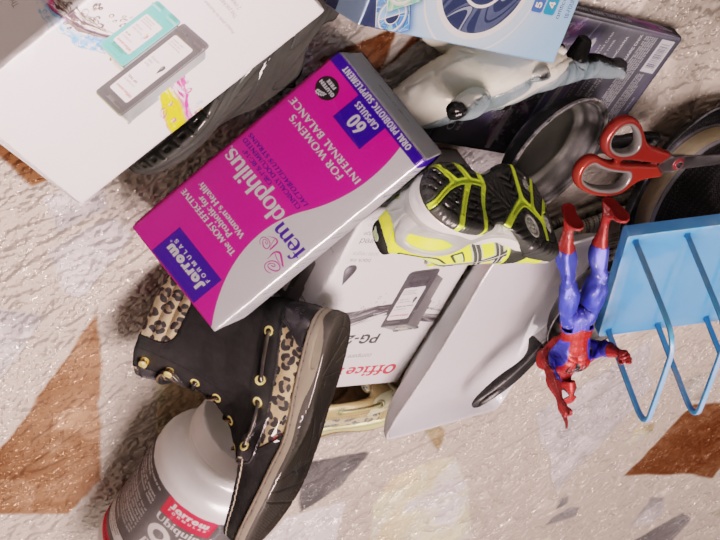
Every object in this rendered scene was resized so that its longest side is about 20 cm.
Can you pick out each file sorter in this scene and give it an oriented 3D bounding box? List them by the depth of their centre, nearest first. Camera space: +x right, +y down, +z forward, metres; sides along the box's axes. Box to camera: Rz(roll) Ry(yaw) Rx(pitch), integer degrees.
[{"bbox_3d":[0.320,0.039,1.718,0.199,0.123,0.139,-7,142,-12],"label":"file sorter"}]

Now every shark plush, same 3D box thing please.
[{"bbox_3d":[0.108,-0.153,1.563,0.200,0.091,0.083,-22,156,-26],"label":"shark plush"}]

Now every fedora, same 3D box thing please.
[{"bbox_3d":[0.323,-0.052,1.803,0.200,0.092,0.201,-32,142,-29],"label":"fedora"}]

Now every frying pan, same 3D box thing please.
[{"bbox_3d":[0.181,-0.112,1.658,0.190,0.031,0.115,-31,150,-29],"label":"frying pan"},{"bbox_3d":[0.184,0.055,1.797,0.190,0.031,0.115,-46,149,19],"label":"frying pan"}]

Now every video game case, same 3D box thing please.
[{"bbox_3d":[0.155,-0.152,1.645,0.200,0.019,0.143,7,128,-42],"label":"video game case"}]

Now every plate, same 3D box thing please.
[{"bbox_3d":[0.109,0.048,1.738,0.200,0.032,0.200,-10,136,-57],"label":"plate"}]

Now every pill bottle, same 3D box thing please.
[{"bbox_3d":[-0.135,0.184,1.703,0.110,0.111,0.200,-3,144,-37],"label":"pill bottle"}]

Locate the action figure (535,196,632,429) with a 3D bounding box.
[{"bbox_3d":[0.192,0.049,1.697,0.065,0.099,0.200,-8,132,-16],"label":"action figure"}]

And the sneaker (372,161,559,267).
[{"bbox_3d":[0.082,-0.038,1.553,0.076,0.076,0.200,-28,156,30],"label":"sneaker"}]

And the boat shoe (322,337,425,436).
[{"bbox_3d":[-0.018,0.101,1.757,0.199,0.073,0.063,-22,146,-16],"label":"boat shoe"}]

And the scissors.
[{"bbox_3d":[0.252,-0.086,1.700,0.200,0.014,0.073,10,116,-45],"label":"scissors"}]

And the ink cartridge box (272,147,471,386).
[{"bbox_3d":[0.000,0.000,1.641,0.145,0.083,0.200,-2,133,-39],"label":"ink cartridge box"}]

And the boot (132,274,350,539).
[{"bbox_3d":[-0.105,0.100,1.578,0.073,0.150,0.201,-15,125,-70],"label":"boot"}]

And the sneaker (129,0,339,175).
[{"bbox_3d":[-0.088,-0.136,1.421,0.200,0.076,0.091,-42,153,16],"label":"sneaker"}]

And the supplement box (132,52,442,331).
[{"bbox_3d":[-0.052,-0.058,1.481,0.200,0.101,0.103,-40,179,11],"label":"supplement box"}]

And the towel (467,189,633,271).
[{"bbox_3d":[0.181,0.018,1.855,0.199,0.035,0.193,-20,143,-21],"label":"towel"}]

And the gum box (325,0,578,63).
[{"bbox_3d":[0.088,-0.242,1.421,0.200,0.045,0.170,6,113,-42],"label":"gum box"}]

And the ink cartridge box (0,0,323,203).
[{"bbox_3d":[-0.160,-0.176,1.245,0.200,0.147,0.146,-37,146,6],"label":"ink cartridge box"}]
